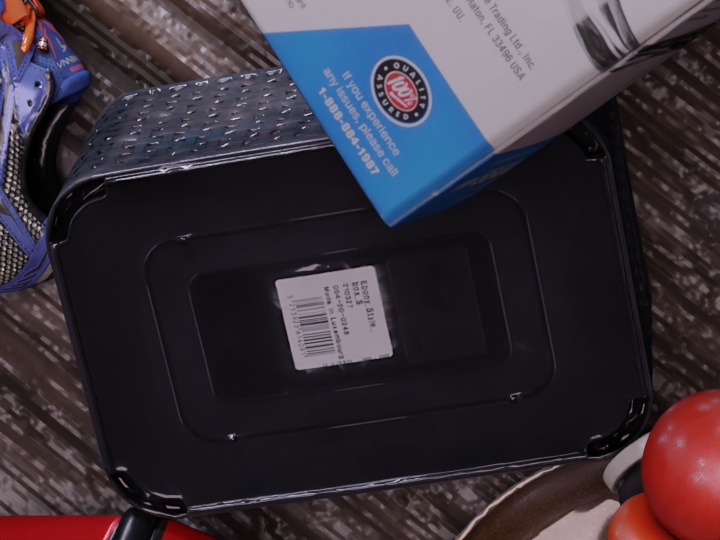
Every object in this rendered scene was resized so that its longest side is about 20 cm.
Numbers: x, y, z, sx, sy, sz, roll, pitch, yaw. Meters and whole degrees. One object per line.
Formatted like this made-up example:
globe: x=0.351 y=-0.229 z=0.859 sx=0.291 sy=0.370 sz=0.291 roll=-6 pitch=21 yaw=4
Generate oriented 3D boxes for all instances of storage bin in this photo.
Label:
storage bin: x=0.000 y=0.000 z=1.034 sx=0.200 sy=0.094 sz=0.135 roll=-9 pitch=112 yaw=8

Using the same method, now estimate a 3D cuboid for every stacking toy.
stacking toy: x=0.101 y=0.127 z=0.982 sx=0.085 sy=0.085 sz=0.200 roll=26 pitch=120 yaw=7

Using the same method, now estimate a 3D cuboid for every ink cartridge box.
ink cartridge box: x=0.059 y=-0.130 z=0.891 sx=0.200 sy=0.084 sz=0.146 roll=-35 pitch=83 yaw=22

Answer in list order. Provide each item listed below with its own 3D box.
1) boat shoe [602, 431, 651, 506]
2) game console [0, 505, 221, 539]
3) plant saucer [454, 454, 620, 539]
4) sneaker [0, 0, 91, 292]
boat shoe: x=0.187 y=0.066 z=1.018 sx=0.200 sy=0.074 sz=0.060 roll=-12 pitch=71 yaw=-13
game console: x=-0.100 y=0.199 z=1.052 sx=0.172 sy=0.119 sz=0.200 roll=24 pitch=67 yaw=-7
plant saucer: x=0.115 y=0.163 z=1.073 sx=0.200 sy=0.032 sz=0.200 roll=0 pitch=91 yaw=8
sneaker: x=-0.140 y=-0.085 z=1.085 sx=0.078 sy=0.075 sz=0.200 roll=-2 pitch=100 yaw=15
